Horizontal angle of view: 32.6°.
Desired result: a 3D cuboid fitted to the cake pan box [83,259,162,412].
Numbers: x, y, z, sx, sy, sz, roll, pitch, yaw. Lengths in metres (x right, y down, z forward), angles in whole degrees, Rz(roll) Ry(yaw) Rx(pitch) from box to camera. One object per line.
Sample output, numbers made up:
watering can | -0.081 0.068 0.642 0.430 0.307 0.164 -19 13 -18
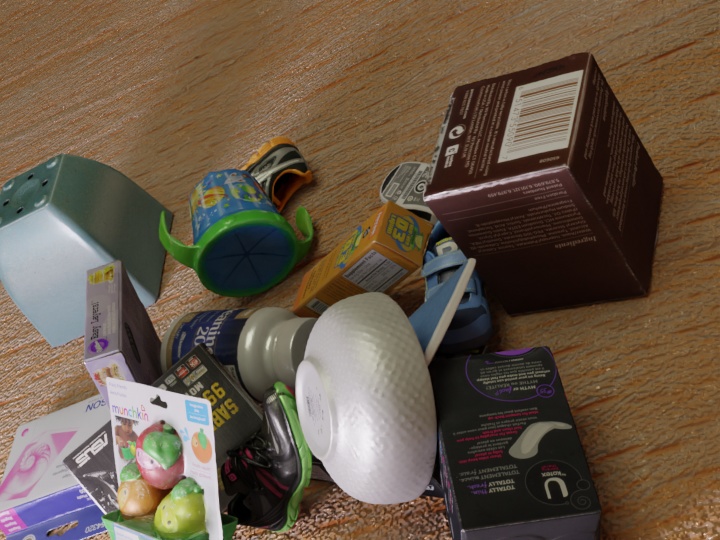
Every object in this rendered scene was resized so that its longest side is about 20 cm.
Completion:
cake pan box | -0.270 0.117 1.473 0.052 0.200 0.184 -17 38 3

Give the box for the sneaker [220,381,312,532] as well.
sneaker | -0.097 0.198 1.244 0.084 0.200 0.077 -2 38 -16

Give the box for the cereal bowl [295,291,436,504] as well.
cereal bowl | -0.006 0.124 1.155 0.083 0.200 0.200 -9 30 -22

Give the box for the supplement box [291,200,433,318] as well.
supplement box | 0.000 0.000 1.401 0.200 0.069 0.067 -38 26 48

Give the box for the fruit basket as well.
fruit basket | -0.204 0.217 1.245 0.094 0.200 0.185 -19 17 -41

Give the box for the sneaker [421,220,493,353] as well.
sneaker | 0.098 0.015 1.320 0.074 0.082 0.200 -11 31 7

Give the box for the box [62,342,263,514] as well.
box | -0.200 0.202 1.357 0.200 0.158 0.048 -40 0 -1

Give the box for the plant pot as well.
plant pot | -0.416 -0.047 1.763 0.196 0.200 0.196 -23 40 22

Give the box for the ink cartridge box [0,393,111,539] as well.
ink cartridge box | -0.370 0.253 1.545 0.196 0.043 0.200 -22 39 22

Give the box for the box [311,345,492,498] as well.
box | 0.035 0.151 1.298 0.200 0.044 0.160 -1 51 40

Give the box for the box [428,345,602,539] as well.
box | 0.133 0.178 1.104 0.122 0.106 0.200 -8 40 -1

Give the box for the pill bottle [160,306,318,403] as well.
pill bottle | -0.129 0.099 1.436 0.200 0.111 0.111 -4 49 38

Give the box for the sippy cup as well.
sippy cup | -0.161 -0.057 1.587 0.140 0.178 0.130 -41 47 17

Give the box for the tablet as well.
tablet | 0.055 0.073 1.218 0.130 0.014 0.200 -62 6 -27

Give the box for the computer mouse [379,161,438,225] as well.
computer mouse | 0.108 -0.084 1.483 0.200 0.044 0.110 20 71 43

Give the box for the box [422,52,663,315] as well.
box | 0.194 -0.084 1.274 0.164 0.200 0.166 -11 45 33

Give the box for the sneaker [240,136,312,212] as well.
sneaker | -0.149 -0.094 1.690 0.200 0.078 0.077 -48 57 0
